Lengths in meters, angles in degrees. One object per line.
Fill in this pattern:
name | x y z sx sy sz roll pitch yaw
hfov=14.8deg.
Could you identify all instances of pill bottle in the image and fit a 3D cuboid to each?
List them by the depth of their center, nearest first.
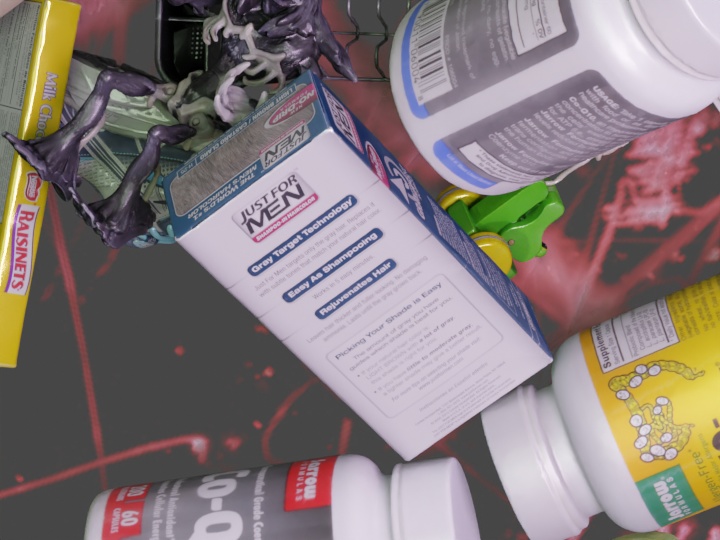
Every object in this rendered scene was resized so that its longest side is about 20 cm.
pill bottle | 0.118 -0.119 1.398 0.200 0.114 0.114 -22 88 46
pill bottle | 0.170 0.070 1.461 0.200 0.113 0.113 -23 88 9
pill bottle | -0.039 0.160 1.497 0.200 0.114 0.114 -9 90 10

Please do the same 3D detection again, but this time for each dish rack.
dish rack | -0.008 -0.170 1.513 0.200 0.055 0.154 3 93 9

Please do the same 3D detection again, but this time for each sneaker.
sneaker | -0.092 -0.047 1.527 0.200 0.078 0.086 27 102 17

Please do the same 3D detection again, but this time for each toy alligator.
toy alligator | 0.073 -0.016 1.507 0.200 0.059 0.054 -30 128 9

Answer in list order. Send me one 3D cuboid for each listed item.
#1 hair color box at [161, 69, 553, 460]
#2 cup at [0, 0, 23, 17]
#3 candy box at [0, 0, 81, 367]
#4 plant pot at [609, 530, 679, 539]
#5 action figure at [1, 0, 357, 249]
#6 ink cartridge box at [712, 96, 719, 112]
hair color box | 0.000 0.000 1.424 0.100 0.061 0.200 -36 126 13
cup | -0.220 -0.212 1.472 0.200 0.200 0.143 25 95 8
candy box | -0.198 -0.054 1.529 0.026 0.102 0.200 9 95 -30
plant pot | 0.136 0.270 1.450 0.200 0.200 0.190 -34 98 9
action figure | -0.083 -0.106 1.438 0.200 0.102 0.119 -44 69 -3
ink cartridge box | 0.246 -0.149 1.398 0.085 0.200 0.146 -32 85 -34
